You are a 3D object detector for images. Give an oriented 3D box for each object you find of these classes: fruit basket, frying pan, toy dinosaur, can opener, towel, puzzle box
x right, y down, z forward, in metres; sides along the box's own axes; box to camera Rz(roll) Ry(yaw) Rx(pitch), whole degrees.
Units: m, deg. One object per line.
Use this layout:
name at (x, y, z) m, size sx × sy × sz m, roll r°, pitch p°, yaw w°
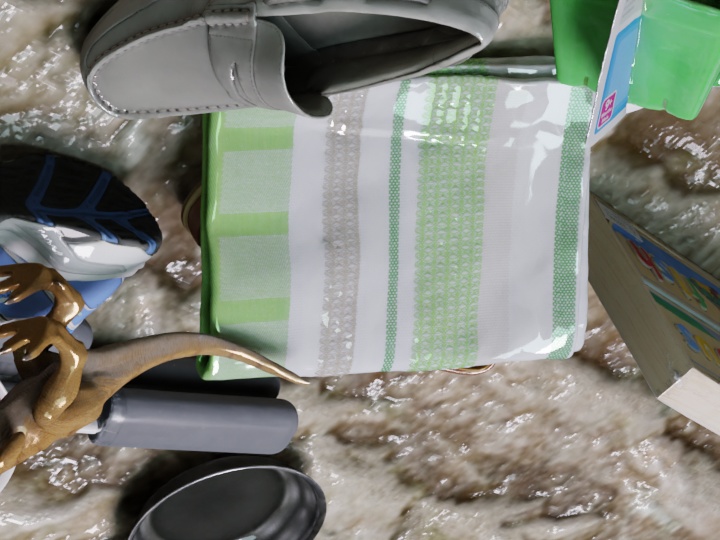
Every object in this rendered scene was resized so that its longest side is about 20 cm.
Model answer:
fruit basket at (0.143, -0.169, 0.896) m, size 0.094 × 0.185 × 0.200 m, roll 23°, pitch 125°, yaw 10°
frying pan at (-0.104, 0.160, 1.240) m, size 0.190 × 0.031 × 0.115 m, roll -37°, pitch 140°, yaw 18°
toy dinosaur at (-0.124, 0.048, 0.964) m, size 0.200 × 0.060 × 0.106 m, roll -32°, pitch 134°, yaw -24°
can opener at (-0.115, 0.056, 1.100) m, size 0.200 × 0.053 × 0.067 m, roll 11°, pitch 127°, yaw -37°
towel at (0.021, -0.024, 1.044) m, size 0.199 × 0.031 × 0.150 m, roll -4°, pitch 99°, yaw -26°
puzzle box at (0.189, 0.043, 1.191) m, size 0.025 × 0.133 × 0.200 m, roll -41°, pitch 139°, yaw 18°

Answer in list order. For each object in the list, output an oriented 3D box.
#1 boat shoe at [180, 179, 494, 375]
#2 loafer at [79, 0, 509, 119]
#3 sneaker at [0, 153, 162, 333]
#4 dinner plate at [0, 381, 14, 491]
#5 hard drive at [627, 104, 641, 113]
boat shoe at (0.000, 0.000, 1.090) m, size 0.200 × 0.068 × 0.072 m, roll 23°, pitch 121°, yaw -43°
loafer at (-0.032, -0.096, 0.923) m, size 0.199 × 0.070 × 0.070 m, roll -16°, pitch 141°, yaw 28°
sneaker at (-0.181, -0.013, 0.968) m, size 0.200 × 0.076 × 0.077 m, roll 17°, pitch 120°, yaw -39°
dinner plate at (-0.254, 0.062, 1.019) m, size 0.199 × 0.024 × 0.200 m, roll 0°, pitch 139°, yaw 0°
hard drive at (0.207, -0.153, 1.067) m, size 0.199 × 0.027 × 0.132 m, roll -18°, pitch 140°, yaw -10°
